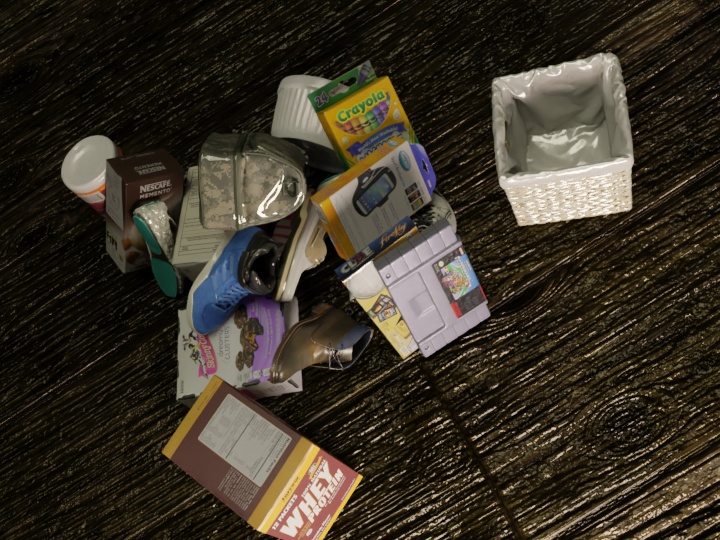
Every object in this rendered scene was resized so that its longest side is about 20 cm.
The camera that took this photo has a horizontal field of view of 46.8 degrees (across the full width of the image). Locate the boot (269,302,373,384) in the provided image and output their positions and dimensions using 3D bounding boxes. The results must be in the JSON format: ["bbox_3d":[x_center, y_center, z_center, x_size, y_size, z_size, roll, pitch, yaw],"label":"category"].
[{"bbox_3d":[-0.059,0.121,1.296,0.096,0.075,0.200,18,36,19],"label":"boot"}]

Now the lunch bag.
[{"bbox_3d":[-0.166,-0.148,1.333,0.166,0.200,0.141,1,106,-3],"label":"lunch bag"}]

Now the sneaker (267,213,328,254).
[{"bbox_3d":[-0.144,-0.068,1.455,0.121,0.084,0.200,38,75,27],"label":"sneaker"}]

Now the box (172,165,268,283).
[{"bbox_3d":[-0.242,-0.081,1.487,0.127,0.109,0.202,-5,64,18],"label":"box"}]

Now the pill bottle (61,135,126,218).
[{"bbox_3d":[-0.450,-0.151,1.550,0.113,0.200,0.115,-9,63,17],"label":"pill bottle"}]

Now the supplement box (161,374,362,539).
[{"bbox_3d":[-0.138,0.284,1.214,0.199,0.197,0.133,28,78,31],"label":"supplement box"}]

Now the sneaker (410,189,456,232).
[{"bbox_3d":[0.114,-0.063,1.350,0.075,0.088,0.201,-16,59,15],"label":"sneaker"}]

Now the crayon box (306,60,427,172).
[{"bbox_3d":[0.015,-0.224,1.353,0.125,0.201,0.052,-32,16,-12],"label":"crayon box"}]

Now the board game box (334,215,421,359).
[{"bbox_3d":[0.068,0.030,1.256,0.135,0.200,0.035,-36,39,1],"label":"board game box"}]

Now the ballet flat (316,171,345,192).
[{"bbox_3d":[0.024,-0.148,1.433,0.198,0.070,0.070,-18,59,0],"label":"ballet flat"}]

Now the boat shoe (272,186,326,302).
[{"bbox_3d":[-0.088,-0.036,1.366,0.068,0.075,0.202,21,74,-16],"label":"boat shoe"}]

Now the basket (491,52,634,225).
[{"bbox_3d":[0.318,-0.196,1.291,0.198,0.161,0.200,-9,62,18],"label":"basket"}]

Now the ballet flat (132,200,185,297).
[{"bbox_3d":[-0.339,-0.039,1.469,0.071,0.201,0.072,-5,43,5],"label":"ballet flat"}]

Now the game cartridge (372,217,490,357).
[{"bbox_3d":[0.112,0.029,1.235,0.129,0.201,0.038,-30,39,0],"label":"game cartridge"}]

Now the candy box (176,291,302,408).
[{"bbox_3d":[-0.204,0.131,1.389,0.198,0.072,0.169,-14,61,14],"label":"candy box"}]

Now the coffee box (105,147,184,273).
[{"bbox_3d":[-0.388,-0.106,1.489,0.114,0.201,0.080,-20,50,-34],"label":"coffee box"}]

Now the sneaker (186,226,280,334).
[{"bbox_3d":[-0.199,0.026,1.331,0.111,0.077,0.201,29,90,40],"label":"sneaker"}]

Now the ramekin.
[{"bbox_3d":[-0.061,-0.246,1.450,0.199,0.200,0.106,14,81,26],"label":"ramekin"}]

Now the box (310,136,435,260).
[{"bbox_3d":[0.028,-0.120,1.316,0.200,0.120,0.041,-38,35,-16],"label":"box"}]

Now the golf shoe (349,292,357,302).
[{"bbox_3d":[0.000,0.000,1.374,0.097,0.078,0.200,-49,57,1],"label":"golf shoe"}]
